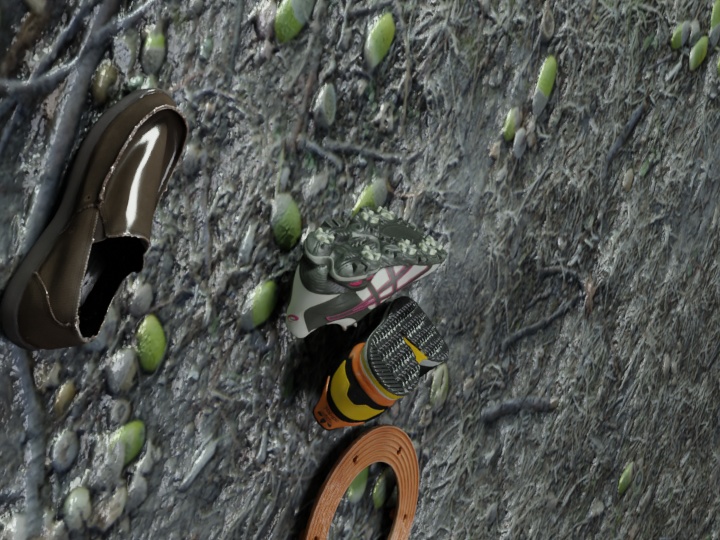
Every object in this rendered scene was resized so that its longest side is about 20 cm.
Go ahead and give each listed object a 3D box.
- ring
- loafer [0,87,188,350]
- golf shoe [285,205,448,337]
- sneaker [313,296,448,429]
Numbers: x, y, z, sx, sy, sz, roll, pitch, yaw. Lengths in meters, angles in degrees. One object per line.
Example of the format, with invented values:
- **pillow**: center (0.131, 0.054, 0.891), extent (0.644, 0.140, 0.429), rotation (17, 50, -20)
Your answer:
- **ring**: center (-0.004, 0.240, 1.594), extent (0.200, 0.019, 0.202), rotation (-32, 130, -49)
- **loafer**: center (-0.161, -0.029, 1.140), extent (0.201, 0.071, 0.073), rotation (-65, 149, -16)
- **golf shoe**: center (0.000, 0.000, 1.450), extent (0.200, 0.077, 0.088), rotation (-12, 136, -57)
- **sneaker**: center (0.012, 0.084, 1.497), extent (0.090, 0.070, 0.200), rotation (-36, -179, 19)
